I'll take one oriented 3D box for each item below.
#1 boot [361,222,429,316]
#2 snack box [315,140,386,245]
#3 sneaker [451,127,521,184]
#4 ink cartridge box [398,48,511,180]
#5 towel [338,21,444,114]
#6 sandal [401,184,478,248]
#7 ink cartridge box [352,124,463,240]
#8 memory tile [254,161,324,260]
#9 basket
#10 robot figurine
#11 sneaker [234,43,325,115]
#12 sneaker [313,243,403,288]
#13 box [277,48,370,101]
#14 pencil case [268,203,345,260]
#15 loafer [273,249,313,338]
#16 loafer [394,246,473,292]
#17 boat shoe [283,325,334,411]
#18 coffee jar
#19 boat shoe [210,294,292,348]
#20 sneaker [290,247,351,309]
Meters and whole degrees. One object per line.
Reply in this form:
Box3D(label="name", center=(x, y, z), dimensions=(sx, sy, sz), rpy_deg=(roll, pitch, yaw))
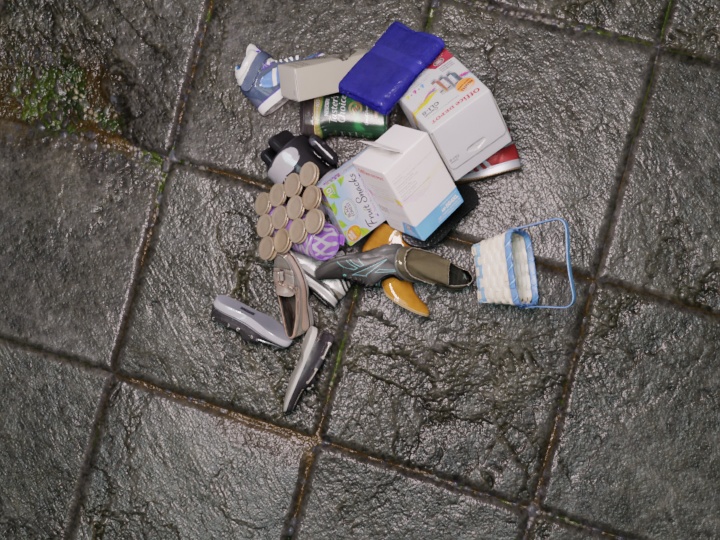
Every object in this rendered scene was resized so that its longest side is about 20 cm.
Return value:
Box3D(label="boot", center=(0.092, -0.007, 1.613), dimensions=(0.199, 0.071, 0.145), rpy_deg=(32, 94, 11))
Box3D(label="snack box", center=(0.018, -0.169, 1.572), dimensions=(0.199, 0.053, 0.144), rpy_deg=(-36, 119, -15))
Box3D(label="sneaker", center=(0.235, -0.248, 1.601), dimensions=(0.196, 0.071, 0.115), rpy_deg=(-13, 92, -2))
Box3D(label="ink cartridge box", center=(0.184, -0.317, 1.526), dimensions=(0.144, 0.145, 0.201), rpy_deg=(-35, 45, 4))
Box3D(label="towel", center=(0.063, -0.412, 1.537), dimensions=(0.147, 0.050, 0.200), rpy_deg=(33, 76, 36))
Box3D(label="sandal", center=(0.171, -0.107, 1.607), dimensions=(0.199, 0.048, 0.076), rpy_deg=(-34, 82, -18))
Box3D(label="ink cartridge box", center=(0.090, -0.187, 1.499), dimensions=(0.125, 0.128, 0.201), rpy_deg=(-42, 123, -13))
Box3D(label="memory tile", center=(-0.147, -0.118, 1.540), dimensions=(0.198, 0.017, 0.156), rpy_deg=(-25, 65, 38))
Box3D(label="basket", center=(0.337, -0.009, 1.541), dimensions=(0.197, 0.138, 0.180), rpy_deg=(-5, 88, 37))
Box3D(label="robot figurine", center=(-0.119, -0.208, 1.616), dimensions=(0.200, 0.150, 0.125), rpy_deg=(44, 79, 4))
Box3D(label="sneaker", center=(-0.183, -0.454, 1.647), dimensions=(0.199, 0.081, 0.147), rpy_deg=(-36, 89, 10))
Box3D(label="sneaker", center=(0.000, 0.000, 1.563), dimensions=(0.196, 0.075, 0.081), rpy_deg=(-13, 84, 7))
Box3D(label="box", center=(-0.068, -0.413, 1.580), dimensions=(0.198, 0.082, 0.070), rpy_deg=(-21, 119, -29))
Box3D(label="pencil case", center=(-0.126, -0.084, 1.584), dimensions=(0.199, 0.084, 0.085), rpy_deg=(29, 113, 45))
Box3D(label="loafer", center=(-0.149, 0.053, 1.599), dimensions=(0.071, 0.063, 0.203), rpy_deg=(12, 126, 39))
Box3D(label="loafer", center=(0.156, -0.006, 1.557), dimensions=(0.197, 0.069, 0.077), rpy_deg=(14, 75, -34))
Box3D(label="boat shoe", center=(-0.115, 0.221, 1.636), dimensions=(0.059, 0.074, 0.203), rpy_deg=(19, 97, -13))
Box3D(label="coffee jar", center=(-0.034, -0.337, 1.626), dimensions=(0.196, 0.085, 0.107), rpy_deg=(0, 88, 7))
Box3D(label="boat shoe", center=(-0.244, 0.128, 1.655), dimensions=(0.198, 0.070, 0.067), rpy_deg=(27, 109, 3))
Box3D(label="sneaker", center=(-0.097, -0.020, 1.648), dimensions=(0.200, 0.076, 0.116), rpy_deg=(41, 77, 9))
